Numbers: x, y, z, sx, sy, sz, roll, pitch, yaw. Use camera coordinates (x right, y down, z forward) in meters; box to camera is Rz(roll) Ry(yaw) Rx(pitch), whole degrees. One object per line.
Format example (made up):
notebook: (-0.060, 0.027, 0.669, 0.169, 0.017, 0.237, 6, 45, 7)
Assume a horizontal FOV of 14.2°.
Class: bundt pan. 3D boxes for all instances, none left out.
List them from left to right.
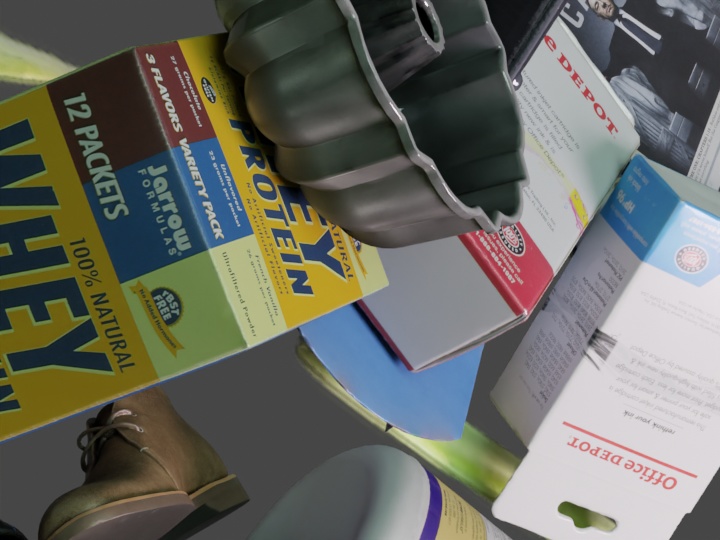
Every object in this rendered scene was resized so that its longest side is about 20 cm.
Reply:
bundt pan: (-0.002, -0.100, 1.291, 0.202, 0.076, 0.202, 53, 26, -39)

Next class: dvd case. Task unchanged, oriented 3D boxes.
dvd case: (0.146, -0.141, 1.661, 0.200, 0.025, 0.150, 36, 61, -22)

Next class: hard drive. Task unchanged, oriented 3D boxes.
hard drive: (0.099, -0.159, 1.453, 0.042, 0.135, 0.200, 33, 36, 1)

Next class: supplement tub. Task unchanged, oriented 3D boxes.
supplement tub: (0.040, 0.197, 1.422, 0.200, 0.145, 0.145, 40, 60, -20)

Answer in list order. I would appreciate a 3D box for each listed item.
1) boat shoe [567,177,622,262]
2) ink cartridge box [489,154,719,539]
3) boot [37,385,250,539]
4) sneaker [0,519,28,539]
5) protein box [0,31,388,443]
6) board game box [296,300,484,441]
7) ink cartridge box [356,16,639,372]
boat shoe: (0.209, -0.003, 1.629, 0.200, 0.068, 0.075, 14, 101, -30)
ink cartridge box: (0.152, 0.052, 1.557, 0.116, 0.068, 0.200, 23, 106, -27)
boot: (-0.116, 0.099, 1.357, 0.076, 0.074, 0.200, 61, 12, 5)
sneaker: (-0.203, 0.119, 1.329, 0.200, 0.078, 0.070, 44, 59, -17)
protein box: (-0.124, -0.009, 1.294, 0.135, 0.200, 0.199, 69, 20, -1)
board game box: (0.000, 0.000, 1.508, 0.158, 0.039, 0.200, 44, 38, -24)
ink cartridge box: (0.050, -0.064, 1.505, 0.146, 0.083, 0.200, 53, 35, -11)
